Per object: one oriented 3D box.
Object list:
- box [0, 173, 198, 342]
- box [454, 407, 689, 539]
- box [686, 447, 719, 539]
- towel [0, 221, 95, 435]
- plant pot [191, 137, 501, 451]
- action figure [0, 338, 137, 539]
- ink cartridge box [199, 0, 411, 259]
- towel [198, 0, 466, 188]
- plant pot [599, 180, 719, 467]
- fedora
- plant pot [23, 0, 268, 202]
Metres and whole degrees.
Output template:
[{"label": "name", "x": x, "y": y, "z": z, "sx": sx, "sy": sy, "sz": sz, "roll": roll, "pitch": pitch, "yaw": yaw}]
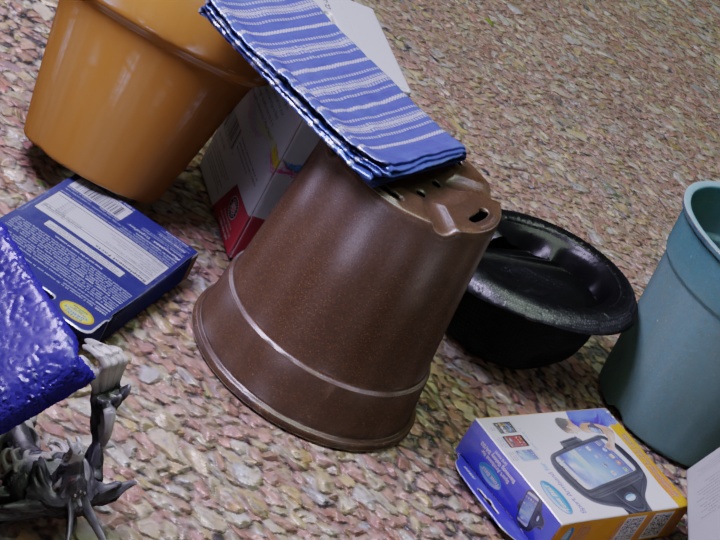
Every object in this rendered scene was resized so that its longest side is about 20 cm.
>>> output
[{"label": "box", "x": -0.215, "y": -0.007, "z": 1.479, "sx": 0.121, "sy": 0.033, "sz": 0.200, "roll": 34, "pitch": 24, "yaw": 6}, {"label": "box", "x": 0.166, "y": 0.168, "z": 1.572, "sx": 0.199, "sy": 0.042, "sz": 0.119, "roll": 2, "pitch": 39, "yaw": -48}, {"label": "box", "x": 0.334, "y": 0.226, "z": 1.547, "sx": 0.124, "sy": 0.097, "sz": 0.200, "roll": 45, "pitch": 24, "yaw": -14}, {"label": "towel", "x": -0.275, "y": 0.064, "z": 1.174, "sx": 0.199, "sy": 0.050, "sz": 0.148, "roll": -29, "pitch": 59, "yaw": -14}, {"label": "plant pot", "x": 0.000, "y": 0.000, "z": 1.509, "sx": 0.199, "sy": 0.199, "sz": 0.201, "roll": 24, "pitch": 28, "yaw": -14}, {"label": "action figure", "x": -0.212, "y": 0.091, "z": 1.244, "sx": 0.118, "sy": 0.103, "sz": 0.200, "roll": -12, "pitch": 48, "yaw": -34}, {"label": "ink cartridge box", "x": -0.050, "y": -0.119, "z": 1.655, "sx": 0.082, "sy": 0.201, "sz": 0.146, "roll": 16, "pitch": 30, "yaw": -26}, {"label": "towel", "x": -0.016, "y": -0.143, "z": 1.469, "sx": 0.200, "sy": 0.024, "sz": 0.144, "roll": 46, "pitch": 29, "yaw": 15}, {"label": "plant pot", "x": 0.323, "y": 0.059, "z": 1.742, "sx": 0.199, "sy": 0.197, "sz": 0.201, "roll": 25, "pitch": 27, "yaw": -13}, {"label": "fedora", "x": 0.140, "y": 0.027, "z": 1.722, "sx": 0.199, "sy": 0.092, "sz": 0.201, "roll": 18, "pitch": 29, "yaw": -11}, {"label": "plant pot", "x": -0.179, "y": -0.165, "z": 1.587, "sx": 0.199, "sy": 0.184, "sz": 0.200, "roll": 29, "pitch": 9, "yaw": -5}]
